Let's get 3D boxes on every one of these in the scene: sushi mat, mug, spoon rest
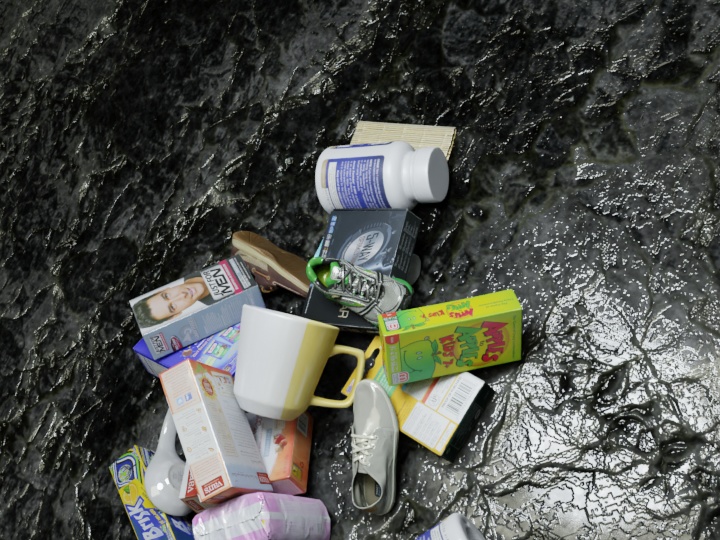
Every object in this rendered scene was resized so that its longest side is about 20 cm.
[{"bbox_3d":[0.066,-0.213,1.643,0.200,0.012,0.096,9,72,31],"label":"sushi mat"},{"bbox_3d":[-0.106,0.145,1.414,0.186,0.149,0.153,13,86,28],"label":"mug"},{"bbox_3d":[-0.308,0.315,1.564,0.061,0.099,0.200,-42,37,35],"label":"spoon rest"}]

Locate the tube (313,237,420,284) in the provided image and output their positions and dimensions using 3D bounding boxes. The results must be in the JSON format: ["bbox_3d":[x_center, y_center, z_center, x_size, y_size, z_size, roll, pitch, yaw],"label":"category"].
[{"bbox_3d":[0.006,-0.020,1.570,0.200,0.050,0.078,13,63,37],"label":"tube"}]

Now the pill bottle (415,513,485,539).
[{"bbox_3d":[0.083,0.429,1.265,0.200,0.120,0.120,-37,56,8],"label":"pill bottle"}]

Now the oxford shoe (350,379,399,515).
[{"bbox_3d":[0.015,0.261,1.386,0.075,0.058,0.200,-5,86,39],"label":"oxford shoe"}]

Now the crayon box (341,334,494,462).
[{"bbox_3d":[0.085,0.183,1.428,0.200,0.052,0.126,28,82,34],"label":"crayon box"}]

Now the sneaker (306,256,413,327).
[{"bbox_3d":[-0.006,0.029,1.409,0.200,0.085,0.078,14,79,42],"label":"sneaker"}]

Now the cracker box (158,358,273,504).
[{"bbox_3d":[-0.209,0.237,1.370,0.058,0.134,0.200,-29,67,10],"label":"cracker box"}]

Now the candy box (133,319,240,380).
[{"bbox_3d":[-0.247,0.127,1.580,0.200,0.077,0.169,21,54,32],"label":"candy box"}]

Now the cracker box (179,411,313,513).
[{"bbox_3d":[-0.179,0.294,1.485,0.200,0.058,0.134,-17,45,21],"label":"cracker box"}]

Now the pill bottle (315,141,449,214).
[{"bbox_3d":[0.038,-0.153,1.566,0.200,0.120,0.120,0,68,28],"label":"pill bottle"}]

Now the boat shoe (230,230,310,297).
[{"bbox_3d":[-0.150,0.005,1.635,0.200,0.072,0.072,30,114,24],"label":"boat shoe"}]

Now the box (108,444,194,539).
[{"bbox_3d":[-0.337,0.388,1.546,0.064,0.070,0.200,-41,55,8],"label":"box"}]

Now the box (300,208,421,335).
[{"bbox_3d":[0.000,0.000,1.507,0.160,0.044,0.200,4,71,40],"label":"box"}]

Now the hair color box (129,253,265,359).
[{"bbox_3d":[-0.269,0.058,1.558,0.200,0.061,0.099,-24,41,-11],"label":"hair color box"}]

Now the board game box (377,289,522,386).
[{"bbox_3d":[0.130,0.097,1.362,0.200,0.102,0.048,-11,38,-5],"label":"board game box"}]

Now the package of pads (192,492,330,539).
[{"bbox_3d":[-0.138,0.371,1.367,0.120,0.200,0.076,-20,68,19],"label":"package of pads"}]
